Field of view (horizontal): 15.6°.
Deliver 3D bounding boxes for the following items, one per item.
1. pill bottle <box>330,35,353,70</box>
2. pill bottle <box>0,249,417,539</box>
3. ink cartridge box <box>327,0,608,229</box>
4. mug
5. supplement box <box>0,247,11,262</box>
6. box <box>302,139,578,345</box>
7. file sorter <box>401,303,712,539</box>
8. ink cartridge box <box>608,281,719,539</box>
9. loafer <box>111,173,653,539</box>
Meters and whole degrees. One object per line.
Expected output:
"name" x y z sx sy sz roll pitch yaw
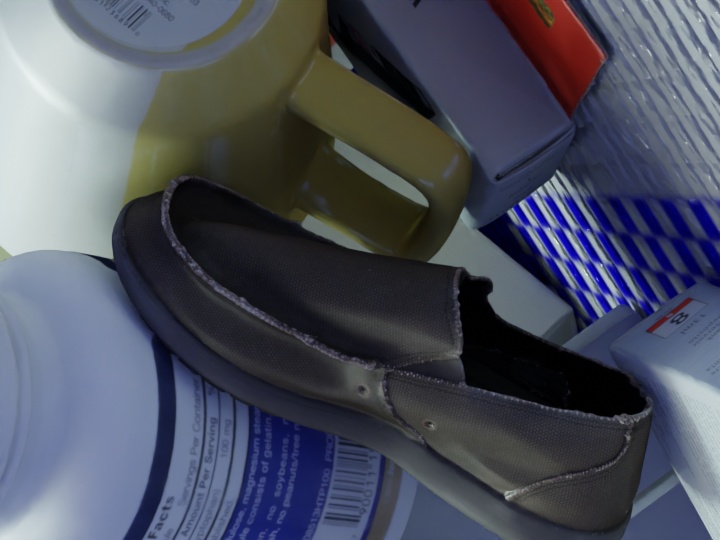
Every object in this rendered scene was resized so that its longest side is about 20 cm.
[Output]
"pill bottle" -0.087 -0.155 1.086 0.201 0.111 0.111 58 172 -18
"pill bottle" -0.087 0.057 0.911 0.199 0.120 0.120 12 -153 -43
"ink cartridge box" 0.006 -0.120 0.923 0.200 0.043 0.174 55 174 7
"mug" -0.057 -0.082 0.933 0.153 0.185 0.150 112 156 -71
"supplement box" -0.116 0.060 1.265 0.199 0.134 0.201 12 -125 -41
"box" 0.000 0.000 1.172 0.200 0.078 0.095 40 167 23
"file sorter" 0.114 0.143 0.989 0.201 0.138 0.124 59 169 -21
"ink cartridge box" 0.166 0.092 0.818 0.163 0.050 0.200 60 167 -16
"loafer" 0.013 0.018 0.872 0.199 0.071 0.073 28 -148 -4
